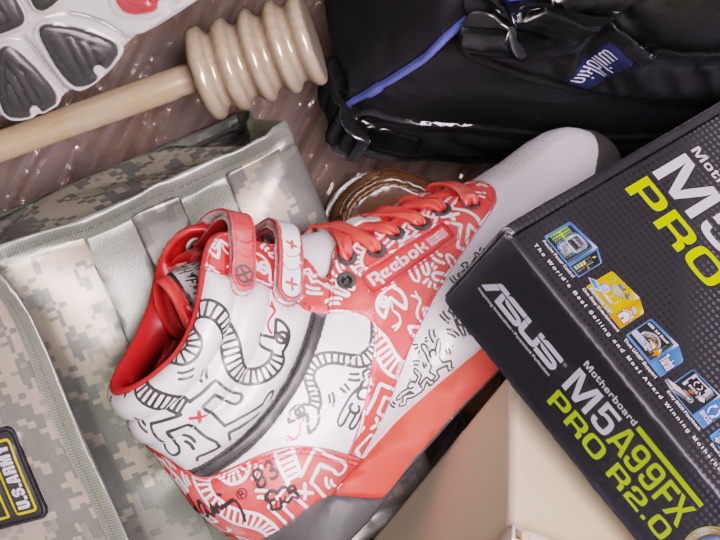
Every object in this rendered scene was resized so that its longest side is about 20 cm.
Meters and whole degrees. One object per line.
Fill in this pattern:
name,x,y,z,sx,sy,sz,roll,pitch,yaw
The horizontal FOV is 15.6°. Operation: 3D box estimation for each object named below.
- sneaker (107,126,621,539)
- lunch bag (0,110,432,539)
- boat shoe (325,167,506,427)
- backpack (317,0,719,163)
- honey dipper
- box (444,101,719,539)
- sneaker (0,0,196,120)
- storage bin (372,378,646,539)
sneaker,0.000,0.001,0.920,0.108,0.067,0.202,44,78,-20
lunch bag,-0.095,0.050,0.988,0.199,0.118,0.165,-24,101,-9
boat shoe,0.064,0.034,1.002,0.072,0.068,0.200,-44,85,-5
backpack,0.099,-0.125,0.984,0.199,0.183,0.148,1,77,-20
honey dipper,-0.111,-0.056,0.990,0.199,0.038,0.038,-19,102,5
box,0.146,0.045,0.883,0.160,0.044,0.200,-28,75,-42
sneaker,-0.100,-0.119,0.988,0.199,0.083,0.081,-23,110,-1
storage bin,0.089,0.153,0.945,0.198,0.094,0.200,23,130,-17
